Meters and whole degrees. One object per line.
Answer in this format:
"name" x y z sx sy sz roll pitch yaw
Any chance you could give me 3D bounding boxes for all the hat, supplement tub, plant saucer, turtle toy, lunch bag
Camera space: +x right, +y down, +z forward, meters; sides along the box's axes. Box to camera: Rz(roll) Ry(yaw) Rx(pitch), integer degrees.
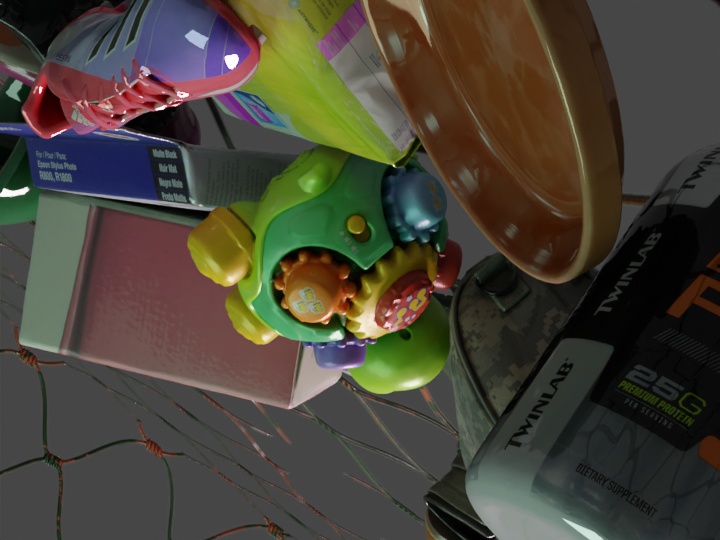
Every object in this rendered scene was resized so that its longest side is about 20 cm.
"hat" -0.206 -0.066 1.250 0.175 0.201 0.165 30 134 -25
"supplement tub" 0.140 0.038 0.626 0.122 0.200 0.123 33 164 11
"plant saucer" 0.049 -0.091 0.645 0.201 0.032 0.201 60 168 21
"turtle toy" 0.000 0.000 0.904 0.101 0.146 0.200 44 169 28
"lunch bag" 0.121 0.089 0.940 0.168 0.139 0.200 49 168 22

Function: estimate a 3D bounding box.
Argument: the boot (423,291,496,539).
"boot" 0.080 0.109 1.096 0.199 0.131 0.068 33 161 15

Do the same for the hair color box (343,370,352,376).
"hair color box" -0.065 0.009 1.263 0.199 0.061 0.100 22 159 42

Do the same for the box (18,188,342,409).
"box" -0.113 0.013 1.103 0.199 0.110 0.128 12 -172 14

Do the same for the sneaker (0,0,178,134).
"sneaker" -0.197 -0.171 1.054 0.200 0.076 0.088 44 -178 -21

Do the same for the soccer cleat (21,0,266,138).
"soccer cleat" -0.107 -0.095 0.766 0.067 0.077 0.200 44 165 -23

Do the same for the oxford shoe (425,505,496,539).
"oxford shoe" 0.099 0.181 1.176 0.071 0.072 0.200 40 -155 20

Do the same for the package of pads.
"package of pads" -0.054 -0.142 0.781 0.154 0.068 0.200 21 158 47

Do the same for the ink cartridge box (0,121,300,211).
"ink cartridge box" -0.115 -0.060 0.990 0.199 0.041 0.199 5 -178 -38

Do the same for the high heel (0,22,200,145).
"high heel" -0.202 -0.133 1.145 0.199 0.068 0.096 20 151 10
